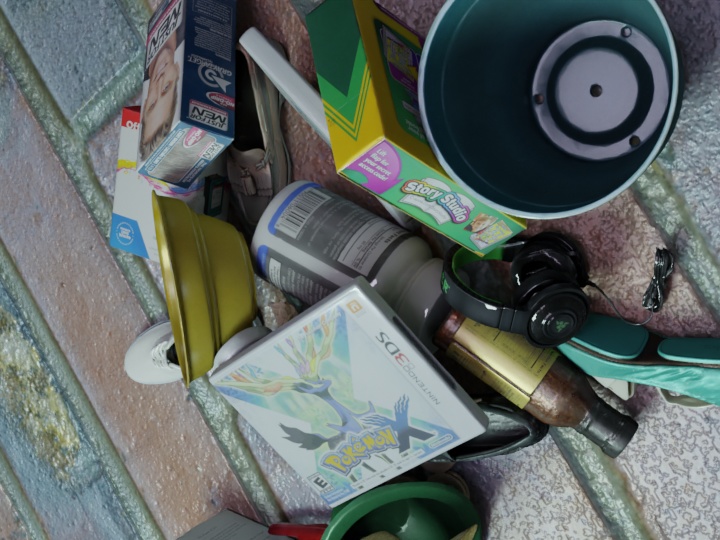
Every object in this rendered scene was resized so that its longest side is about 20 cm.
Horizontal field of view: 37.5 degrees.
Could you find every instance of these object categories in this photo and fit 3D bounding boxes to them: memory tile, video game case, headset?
[{"bbox_3d":[0.043,0.215,1.128,0.153,0.017,0.200,-10,96,31],"label":"memory tile"},{"bbox_3d":[-0.014,0.119,0.975,0.200,0.022,0.182,-33,106,32],"label":"video game case"},{"bbox_3d":[-0.022,-0.127,1.003,0.024,0.182,0.200,-42,77,2],"label":"video game case"},{"bbox_3d":[0.174,0.005,0.952,0.200,0.124,0.094,10,124,2],"label":"headset"}]

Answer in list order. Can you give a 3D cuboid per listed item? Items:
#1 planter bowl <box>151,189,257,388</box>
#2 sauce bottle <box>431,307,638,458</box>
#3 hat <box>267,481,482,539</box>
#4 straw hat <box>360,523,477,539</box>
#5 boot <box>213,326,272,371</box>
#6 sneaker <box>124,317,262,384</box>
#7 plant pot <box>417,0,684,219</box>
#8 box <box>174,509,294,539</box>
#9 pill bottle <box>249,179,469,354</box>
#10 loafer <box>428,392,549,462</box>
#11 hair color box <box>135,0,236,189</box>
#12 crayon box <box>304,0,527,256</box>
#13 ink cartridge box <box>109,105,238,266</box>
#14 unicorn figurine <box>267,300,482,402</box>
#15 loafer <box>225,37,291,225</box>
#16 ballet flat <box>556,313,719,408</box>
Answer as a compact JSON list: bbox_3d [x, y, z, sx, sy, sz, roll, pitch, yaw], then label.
[{"bbox_3d":[-0.152,0.012,1.064,0.083,0.200,0.201,-10,97,-12],"label":"planter bowl"},{"bbox_3d":[0.162,0.100,0.980,0.200,0.066,0.066,37,116,7],"label":"sauce bottle"},{"bbox_3d":[0.007,0.250,1.130,0.200,0.176,0.166,-8,116,-12],"label":"hat"},{"bbox_3d":[0.020,0.299,1.001,0.085,0.201,0.201,33,115,18],"label":"straw hat"},{"bbox_3d":[-0.078,0.127,1.083,0.074,0.200,0.096,-43,67,-4],"label":"boot"},{"bbox_3d":[-0.207,0.088,1.211,0.200,0.071,0.073,-22,89,31],"label":"sneaker"},{"bbox_3d":[0.173,-0.150,0.871,0.200,0.188,0.201,4,99,25],"label":"plant pot"},{"bbox_3d":[-0.114,0.365,1.185,0.200,0.124,0.098,17,109,26],"label":"box"},{"bbox_3d":[0.000,0.000,1.050,0.200,0.114,0.114,29,113,22],"label":"pill bottle"},{"bbox_3d":[0.085,0.154,1.041,0.200,0.070,0.068,-9,95,24],"label":"loafer"},{"bbox_3d":[-0.175,-0.195,1.070,0.100,0.060,0.200,-38,46,45],"label":"hair color box"},{"bbox_3d":[0.049,-0.125,0.910,0.058,0.200,0.173,-31,52,30],"label":"crayon box"},{"bbox_3d":[-0.205,-0.112,1.170,0.116,0.067,0.200,17,108,26],"label":"ink cartridge box"},{"bbox_3d":[-0.004,0.104,1.035,0.200,0.137,0.074,24,94,-18],"label":"unicorn figurine"},{"bbox_3d":[-0.117,-0.143,1.115,0.072,0.063,0.200,8,104,27],"label":"loafer"},{"bbox_3d":[0.260,0.088,0.951,0.200,0.067,0.071,9,119,30],"label":"ballet flat"}]
